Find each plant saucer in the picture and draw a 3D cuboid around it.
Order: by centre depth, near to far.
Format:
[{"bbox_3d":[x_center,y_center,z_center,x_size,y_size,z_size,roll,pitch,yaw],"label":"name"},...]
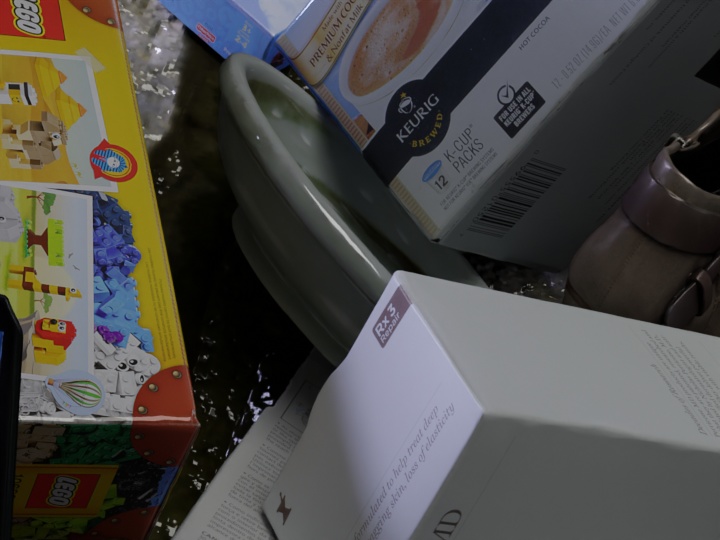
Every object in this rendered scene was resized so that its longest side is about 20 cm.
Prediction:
[{"bbox_3d":[0.000,0.000,0.794,0.200,0.050,0.200,47,9,-10],"label":"plant saucer"}]

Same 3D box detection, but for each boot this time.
[{"bbox_3d":[0.154,-0.013,0.854,0.070,0.147,0.200,37,38,16],"label":"boot"}]

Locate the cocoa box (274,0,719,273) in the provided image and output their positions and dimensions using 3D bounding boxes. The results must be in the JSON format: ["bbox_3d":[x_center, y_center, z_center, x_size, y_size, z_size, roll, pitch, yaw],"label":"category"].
[{"bbox_3d":[0.089,-0.119,0.862,0.131,0.200,0.133,52,21,25],"label":"cocoa box"}]

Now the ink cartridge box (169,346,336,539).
[{"bbox_3d":[0.014,0.120,0.741,0.160,0.050,0.200,31,23,2],"label":"ink cartridge box"}]

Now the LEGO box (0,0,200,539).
[{"bbox_3d":[-0.149,-0.009,0.672,0.148,0.077,0.201,2,51,-23],"label":"LEGO box"}]

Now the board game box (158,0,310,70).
[{"bbox_3d":[-0.044,-0.186,1.002,0.151,0.037,0.200,41,44,13],"label":"board game box"}]

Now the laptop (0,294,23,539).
[{"bbox_3d":[-0.194,0.096,0.512,0.176,0.104,0.200,10,46,30],"label":"laptop"}]

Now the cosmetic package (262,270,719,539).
[{"bbox_3d":[0.079,0.079,0.702,0.199,0.113,0.081,9,32,-34],"label":"cosmetic package"}]
